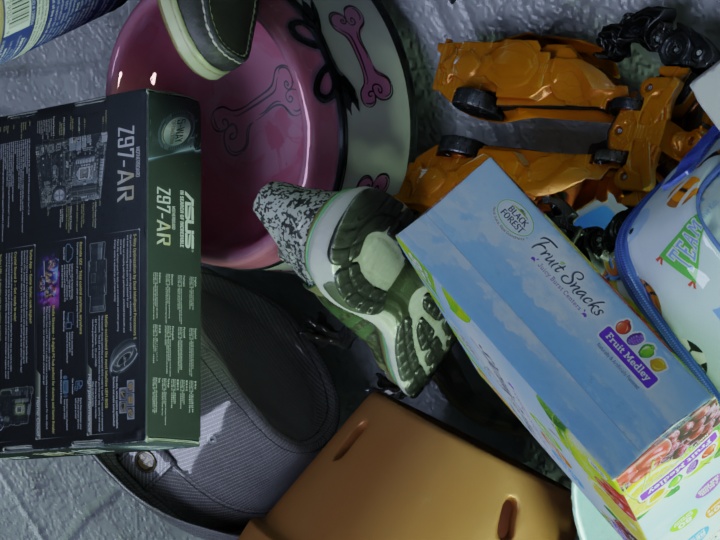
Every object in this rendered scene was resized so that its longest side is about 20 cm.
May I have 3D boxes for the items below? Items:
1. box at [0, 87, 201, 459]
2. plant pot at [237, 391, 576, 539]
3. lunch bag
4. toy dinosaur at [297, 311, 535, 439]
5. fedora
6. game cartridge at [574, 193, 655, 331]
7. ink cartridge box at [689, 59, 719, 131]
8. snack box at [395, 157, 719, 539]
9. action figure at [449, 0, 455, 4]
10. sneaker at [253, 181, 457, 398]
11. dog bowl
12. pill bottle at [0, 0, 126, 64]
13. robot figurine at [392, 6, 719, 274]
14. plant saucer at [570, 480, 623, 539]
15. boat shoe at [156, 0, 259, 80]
[{"bbox_3d":[-0.161,0.005,1.648,0.160,0.043,0.200,-8,79,42],"label":"box"},{"bbox_3d":[0.037,0.161,1.645,0.200,0.200,0.140,28,90,28],"label":"plant pot"},{"bbox_3d":[0.212,-0.009,1.389,0.160,0.200,0.076,50,130,-3],"label":"lunch bag"},{"bbox_3d":[0.021,0.036,1.697,0.088,0.047,0.200,-35,91,40],"label":"toy dinosaur"},{"bbox_3d":[-0.088,0.067,1.724,0.200,0.177,0.090,51,125,13],"label":"fedora"},{"bbox_3d":[0.146,0.019,1.580,0.133,0.040,0.200,56,137,8],"label":"game cartridge"},{"bbox_3d":[0.269,-0.122,1.309,0.084,0.145,0.200,55,137,2],"label":"ink cartridge box"},{"bbox_3d":[0.111,0.056,1.405,0.169,0.068,0.200,49,175,25],"label":"snack box"},{"bbox_3d":[0.021,-0.230,1.506,0.119,0.102,0.200,-10,104,33],"label":"action figure"},{"bbox_3d":[0.000,0.000,1.594,0.089,0.077,0.200,28,164,31],"label":"sneaker"},{"bbox_3d":[-0.065,-0.089,1.653,0.200,0.074,0.201,12,108,40],"label":"dog bowl"},{"bbox_3d":[-0.193,-0.186,1.649,0.112,0.200,0.112,21,125,33],"label":"pill bottle"},{"bbox_3d":[0.112,-0.068,1.512,0.200,0.058,0.145,8,76,43],"label":"robot figurine"},{"bbox_3d":[0.214,0.118,1.539,0.201,0.039,0.201,6,118,11],"label":"plant saucer"},{"bbox_3d":[-0.070,-0.203,1.568,0.066,0.072,0.201,-14,64,28],"label":"boat shoe"}]
